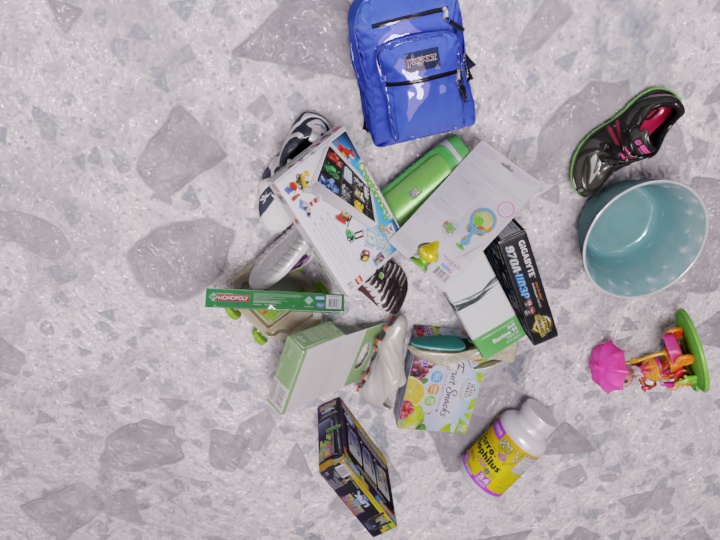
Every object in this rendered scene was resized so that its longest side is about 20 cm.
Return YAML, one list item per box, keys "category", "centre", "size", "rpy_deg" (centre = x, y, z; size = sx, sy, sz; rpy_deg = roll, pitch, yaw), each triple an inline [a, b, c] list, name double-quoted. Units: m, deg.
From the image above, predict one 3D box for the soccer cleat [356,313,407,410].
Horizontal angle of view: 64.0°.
- category: "soccer cleat"
  centre: [0.057, 0.166, 1.039]
  size: [0.077, 0.069, 0.201]
  rpy_deg: [27, 121, 12]

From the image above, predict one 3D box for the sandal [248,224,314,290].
- category: "sandal"
  centre: [-0.093, -0.036, 0.910]
  size: [0.203, 0.083, 0.050]
  rpy_deg: [-45, 125, 3]

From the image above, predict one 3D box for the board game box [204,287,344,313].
- category: "board game box"
  centre: [-0.129, 0.048, 0.891]
  size: [0.198, 0.135, 0.029]
  rpy_deg: [3, 86, -6]

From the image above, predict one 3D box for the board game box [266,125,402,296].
- category: "board game box"
  centre: [-0.026, -0.080, 0.803]
  size: [0.126, 0.035, 0.201]
  rpy_deg: [-41, 120, -18]

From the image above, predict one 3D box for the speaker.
- category: "speaker"
  centre: [0.091, -0.117, 0.896]
  size: [0.200, 0.089, 0.088]
  rpy_deg: [-38, 114, 14]

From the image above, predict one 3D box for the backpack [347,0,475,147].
- category: "backpack"
  centre: [0.073, -0.282, 0.769]
  size: [0.161, 0.168, 0.202]
  rpy_deg: [-15, 113, -5]

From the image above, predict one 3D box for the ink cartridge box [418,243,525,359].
- category: "ink cartridge box"
  centre: [0.171, 0.018, 0.935]
  size: [0.083, 0.147, 0.201]
  rpy_deg: [-30, 116, 6]

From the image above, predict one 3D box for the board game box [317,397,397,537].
- category: "board game box"
  centre: [-0.009, 0.367, 1.084]
  size: [0.056, 0.166, 0.201]
  rpy_deg: [-28, 116, 8]

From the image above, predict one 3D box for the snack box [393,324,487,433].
- category: "snack box"
  centre: [0.150, 0.206, 1.080]
  size: [0.141, 0.053, 0.202]
  rpy_deg: [6, 114, -10]

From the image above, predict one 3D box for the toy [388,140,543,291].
- category: "toy"
  centre: [0.149, -0.074, 0.824]
  size: [0.200, 0.115, 0.047]
  rpy_deg: [-46, 156, -2]

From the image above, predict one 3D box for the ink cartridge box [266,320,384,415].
- category: "ink cartridge box"
  centre: [-0.058, 0.156, 1.002]
  size: [0.199, 0.048, 0.146]
  rpy_deg: [-16, 135, -47]

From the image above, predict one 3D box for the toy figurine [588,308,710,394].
- category: "toy figurine"
  centre: [0.525, 0.177, 1.079]
  size: [0.182, 0.151, 0.200]
  rpy_deg: [-15, 143, 18]

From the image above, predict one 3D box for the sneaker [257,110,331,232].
- category: "sneaker"
  centre: [-0.101, -0.128, 0.849]
  size: [0.079, 0.130, 0.200]
  rpy_deg: [29, 111, -16]

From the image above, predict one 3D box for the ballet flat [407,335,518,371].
- category: "ballet flat"
  centre: [0.179, 0.145, 0.991]
  size: [0.198, 0.067, 0.063]
  rpy_deg: [-3, 106, -7]

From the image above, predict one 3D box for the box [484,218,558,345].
- category: "box"
  centre: [0.242, -0.002, 0.924]
  size: [0.046, 0.159, 0.201]
  rpy_deg: [-24, 116, 4]

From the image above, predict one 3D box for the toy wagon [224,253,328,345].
- category: "toy wagon"
  centre: [-0.129, 0.065, 0.995]
  size: [0.155, 0.040, 0.200]
  rpy_deg: [-36, 115, 13]

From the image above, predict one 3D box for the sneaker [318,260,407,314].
- category: "sneaker"
  centre: [0.000, 0.000, 0.962]
  size: [0.076, 0.115, 0.200]
  rpy_deg: [-60, 145, -15]

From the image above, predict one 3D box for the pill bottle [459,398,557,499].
- category: "pill bottle"
  centre: [0.293, 0.348, 1.135]
  size: [0.104, 0.104, 0.201]
  rpy_deg: [30, 110, -18]

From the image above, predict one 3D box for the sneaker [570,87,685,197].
- category: "sneaker"
  centre: [0.404, -0.195, 0.884]
  size: [0.076, 0.084, 0.200]
  rpy_deg: [34, 109, -19]

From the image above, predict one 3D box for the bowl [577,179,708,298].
- category: "bowl"
  centre: [0.440, -0.067, 0.939]
  size: [0.199, 0.105, 0.203]
  rpy_deg: [-2, 117, -3]
